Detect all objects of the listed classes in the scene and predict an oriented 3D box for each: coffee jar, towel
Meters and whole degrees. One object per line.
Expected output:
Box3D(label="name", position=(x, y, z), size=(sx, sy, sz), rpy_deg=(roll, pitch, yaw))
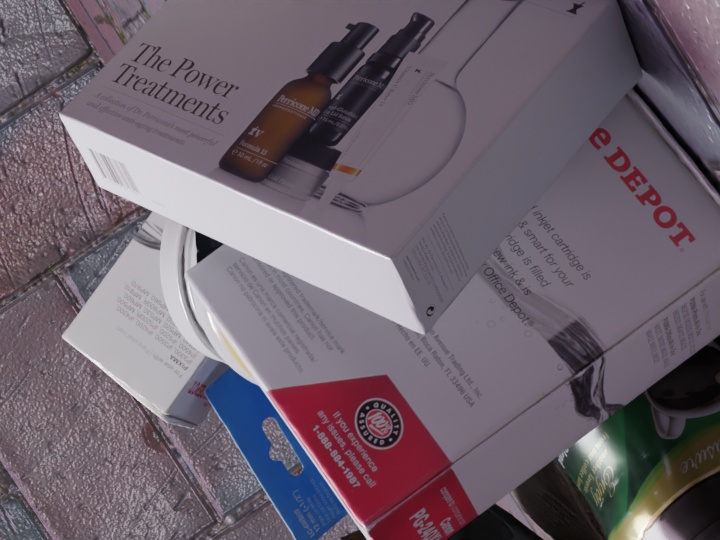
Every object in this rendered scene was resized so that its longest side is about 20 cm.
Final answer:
Box3D(label="coffee jar", position=(0.126, 0.059, 1.156), size=(0.200, 0.104, 0.086), rpy_deg=(54, 147, 25))
Box3D(label="towel", position=(0.106, 0.106, 1.400), size=(0.133, 0.034, 0.200), rpy_deg=(60, 171, -22))

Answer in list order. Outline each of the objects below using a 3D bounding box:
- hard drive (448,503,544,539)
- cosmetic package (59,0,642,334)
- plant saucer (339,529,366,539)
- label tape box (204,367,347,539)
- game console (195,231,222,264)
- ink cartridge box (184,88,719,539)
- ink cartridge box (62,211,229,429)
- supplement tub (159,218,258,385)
Box3D(label="hard drive", position=(0.069, 0.144, 1.357), size=(0.139, 0.033, 0.200), rpy_deg=(36, 179, 37))
Box3D(label="cosmetic package", position=(-0.006, -0.073, 1.062), size=(0.199, 0.151, 0.052), rpy_deg=(23, 151, 38))
Box3D(label="plant saucer", position=(0.078, 0.195, 1.406), size=(0.200, 0.037, 0.200), rpy_deg=(38, 178, 1))
Box3D(label="label tape box", position=(0.025, 0.073, 1.545), size=(0.066, 0.200, 0.144), rpy_deg=(34, 157, 57))
Box3D(label="game console", position=(-0.051, -0.116, 1.277), size=(0.118, 0.172, 0.201), rpy_deg=(31, -136, -44))
Box3D(label="ink cartridge box", position=(0.050, 0.008, 1.089), size=(0.146, 0.199, 0.083), rpy_deg=(53, 177, 25))
Box3D(label="ink cartridge box", position=(-0.083, -0.011, 1.548), size=(0.083, 0.201, 0.147), rpy_deg=(36, 177, 6))
Box3D(label="supplement tub", position=(0.000, 0.000, 1.367), size=(0.199, 0.145, 0.146), rpy_deg=(7, 135, 48))
